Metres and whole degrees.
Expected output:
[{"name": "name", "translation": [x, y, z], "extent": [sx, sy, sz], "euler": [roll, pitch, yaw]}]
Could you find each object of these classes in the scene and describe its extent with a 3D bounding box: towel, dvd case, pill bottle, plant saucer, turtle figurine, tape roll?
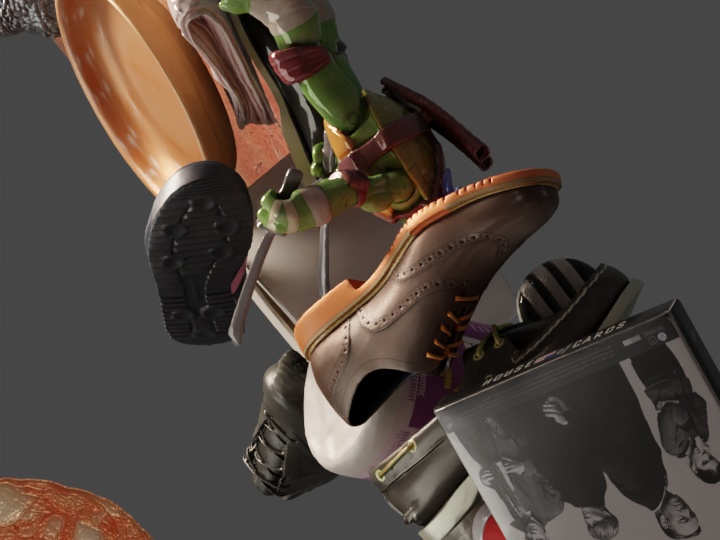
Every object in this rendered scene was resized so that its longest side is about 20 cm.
[{"name": "towel", "translation": [-0.118, -0.207, 1.207], "extent": [0.191, 0.032, 0.200], "euler": [64, -178, -69]}, {"name": "dvd case", "translation": [0.147, 0.130, 0.970], "extent": [0.200, 0.150, 0.025], "euler": [60, -149, -8]}, {"name": "pill bottle", "translation": [0.074, 0.089, 1.190], "extent": [0.200, 0.112, 0.112], "euler": [12, -169, -26]}, {"name": "plant saucer", "translation": [-0.146, -0.125, 1.306], "extent": [0.200, 0.037, 0.200], "euler": [48, 159, 26]}, {"name": "turtle figurine", "translation": [-0.037, -0.069, 1.104], "extent": [0.200, 0.144, 0.194], "euler": [-24, 90, 45]}, {"name": "tape roll", "translation": [0.000, 0.000, 1.360], "extent": [0.203, 0.139, 0.203], "euler": [49, 174, 7]}]

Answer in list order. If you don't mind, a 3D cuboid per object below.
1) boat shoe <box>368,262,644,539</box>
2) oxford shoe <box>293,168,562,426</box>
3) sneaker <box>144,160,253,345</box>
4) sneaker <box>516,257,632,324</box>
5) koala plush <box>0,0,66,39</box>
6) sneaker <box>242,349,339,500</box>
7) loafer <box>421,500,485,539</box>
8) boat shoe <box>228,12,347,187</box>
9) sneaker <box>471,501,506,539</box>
[{"name": "boat shoe", "translation": [0.078, 0.067, 1.031], "extent": [0.061, 0.201, 0.072], "euler": [41, -156, 10]}, {"name": "oxford shoe", "translation": [0.046, 0.016, 1.029], "extent": [0.071, 0.200, 0.073], "euler": [2, -124, -43]}, {"name": "sneaker", "translation": [-0.106, -0.029, 1.201], "extent": [0.200, 0.070, 0.082], "euler": [103, 164, -60]}, {"name": "sneaker", "translation": [0.159, 0.080, 1.112], "extent": [0.200, 0.075, 0.115], "euler": [60, 178, 0]}, {"name": "koala plush", "translation": [-0.264, -0.289, 1.379], "extent": [0.184, 0.177, 0.200], "euler": [54, 168, 52]}, {"name": "sneaker", "translation": [-0.046, 0.127, 1.384], "extent": [0.076, 0.091, 0.200], "euler": [49, 172, 24]}, {"name": "loafer", "translation": [0.078, 0.184, 1.463], "extent": [0.070, 0.070, 0.200], "euler": [54, 169, 9]}, {"name": "boat shoe", "translation": [-0.038, -0.138, 1.208], "extent": [0.202, 0.063, 0.074], "euler": [64, -167, -5]}, {"name": "sneaker", "translation": [0.157, 0.258, 1.340], "extent": [0.200, 0.071, 0.112], "euler": [55, 172, -21]}]
